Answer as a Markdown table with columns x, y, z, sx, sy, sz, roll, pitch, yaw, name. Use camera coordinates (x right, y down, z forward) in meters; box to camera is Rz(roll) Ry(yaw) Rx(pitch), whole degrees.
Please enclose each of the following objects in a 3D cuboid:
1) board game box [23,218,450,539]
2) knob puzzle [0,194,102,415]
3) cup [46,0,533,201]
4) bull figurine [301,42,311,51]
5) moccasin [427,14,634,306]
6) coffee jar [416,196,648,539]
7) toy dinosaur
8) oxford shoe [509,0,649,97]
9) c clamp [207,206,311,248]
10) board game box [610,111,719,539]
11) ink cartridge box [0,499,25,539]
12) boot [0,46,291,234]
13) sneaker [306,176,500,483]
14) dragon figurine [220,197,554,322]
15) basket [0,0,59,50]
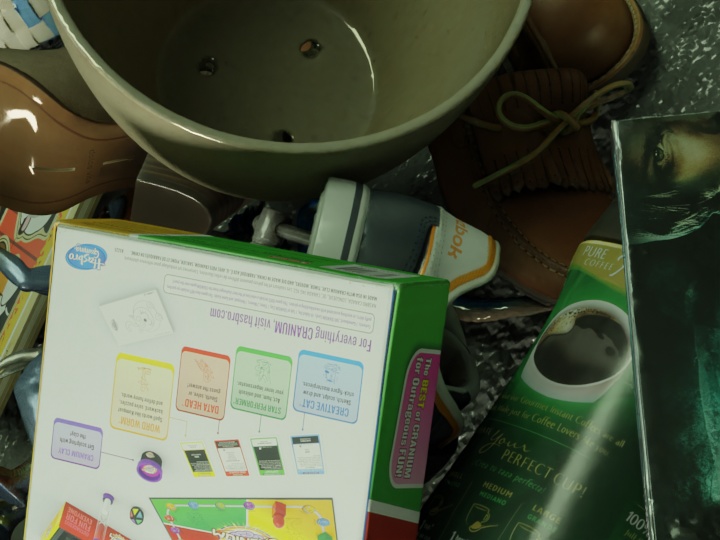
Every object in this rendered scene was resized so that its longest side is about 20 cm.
| x | y | z | sx | sy | sz | roll | pitch | yaw | name |
| --- | --- | --- | --- | --- | --- | --- | --- | --- | --- |
| -0.053 | 0.090 | 0.750 | 0.152 | 0.040 | 0.201 | 11 | 97 | 29 | board game box |
| -0.205 | -0.024 | 1.124 | 0.219 | 0.030 | 0.221 | -39 | 38 | 40 | knob puzzle |
| -0.034 | -0.108 | 0.854 | 0.199 | 0.143 | 0.201 | 2 | 67 | -5 | cup |
| -0.071 | -0.143 | 1.088 | 0.121 | 0.065 | 0.201 | -15 | 50 | 0 | bull figurine |
| 0.072 | -0.065 | 0.887 | 0.078 | 0.073 | 0.202 | 114 | 150 | -42 | moccasin |
| 0.098 | 0.065 | 0.767 | 0.104 | 0.085 | 0.201 | 18 | 73 | 54 | coffee jar |
| -0.118 | 0.042 | 0.932 | 0.199 | 0.105 | 0.182 | 26 | 60 | 17 | toy dinosaur |
| 0.068 | -0.145 | 0.979 | 0.071 | 0.071 | 0.200 | -43 | 41 | 3 | oxford shoe |
| -0.086 | 0.056 | 0.926 | 0.171 | 0.027 | 0.201 | 29 | 94 | 58 | c clamp |
| 0.159 | 0.037 | 0.694 | 0.134 | 0.028 | 0.201 | -4 | 67 | 4 | board game box |
| -0.212 | 0.147 | 0.900 | 0.084 | 0.200 | 0.146 | -44 | 39 | 10 | ink cartridge box |
| -0.121 | -0.088 | 0.960 | 0.146 | 0.199 | 0.070 | -70 | 7 | -53 | boot |
| 0.001 | 0.064 | 0.807 | 0.079 | 0.079 | 0.201 | -86 | 10 | -61 | sneaker |
| 0.000 | 0.000 | 0.923 | 0.199 | 0.059 | 0.100 | -20 | 55 | 41 | dragon figurine |
| -0.291 | -0.184 | 1.286 | 0.199 | 0.139 | 0.177 | -26 | 44 | 11 | basket |
